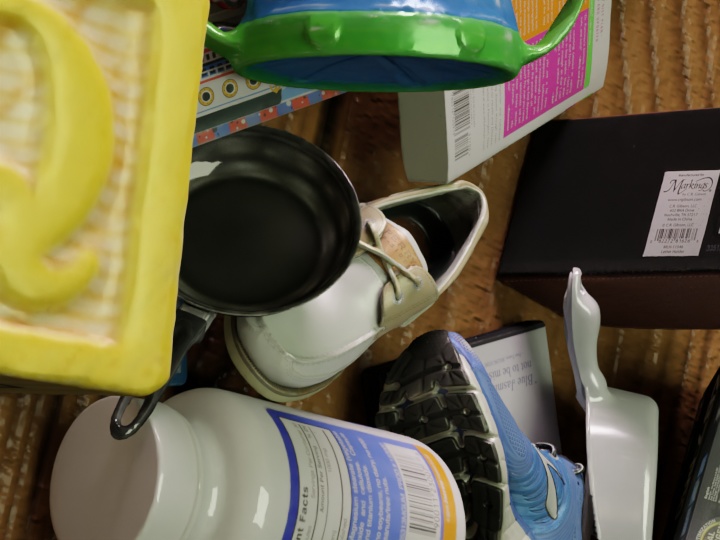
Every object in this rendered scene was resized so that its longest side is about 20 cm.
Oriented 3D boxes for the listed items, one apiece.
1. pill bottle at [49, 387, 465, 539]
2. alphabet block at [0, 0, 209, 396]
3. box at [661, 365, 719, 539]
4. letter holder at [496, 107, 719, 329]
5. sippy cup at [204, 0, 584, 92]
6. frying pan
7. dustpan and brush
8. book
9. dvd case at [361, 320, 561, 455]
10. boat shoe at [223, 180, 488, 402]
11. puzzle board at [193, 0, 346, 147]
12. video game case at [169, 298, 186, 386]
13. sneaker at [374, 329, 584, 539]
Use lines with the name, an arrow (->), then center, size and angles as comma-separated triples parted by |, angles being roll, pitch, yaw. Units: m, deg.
pill bottle -> -0.052, 0.120, 1.324 | 0.199, 0.112, 0.113 | 16, 77, -43
alphabet block -> -0.200, -0.053, 1.107 | 0.196, 0.199, 0.197 | 9, 82, -39
box -> 0.206, 0.146, 1.561 | 0.049, 0.161, 0.201 | 18, 72, 2
letter holder -> 0.204, -0.016, 1.522 | 0.142, 0.199, 0.101 | 31, 68, -40
sippy cup -> 0.009, -0.155, 1.252 | 0.177, 0.139, 0.131 | 5, 85, -44
frying pan -> -0.057, 0.009, 1.293 | 0.031, 0.114, 0.191 | 98, -6, -55
dustpan and brush -> 0.139, 0.091, 1.517 | 0.140, 0.057, 0.201 | -75, 167, -64
book -> 0.081, -0.139, 1.473 | 0.200, 0.048, 0.134 | -31, 123, -55
dvd case -> 0.066, 0.139, 1.508 | 0.142, 0.017, 0.201 | -14, 100, -45
boat shoe -> 0.000, 0.000, 1.376 | 0.075, 0.068, 0.200 | 52, 35, -2
puzzle board -> -0.050, -0.147, 1.294 | 0.199, 0.017, 0.152 | -21, 109, -29
video game case -> -0.143, -0.043, 1.304 | 0.143, 0.018, 0.201 | 0, 89, -46
sneaker -> 0.071, 0.116, 1.461 | 0.089, 0.078, 0.201 | -51, 127, -49
